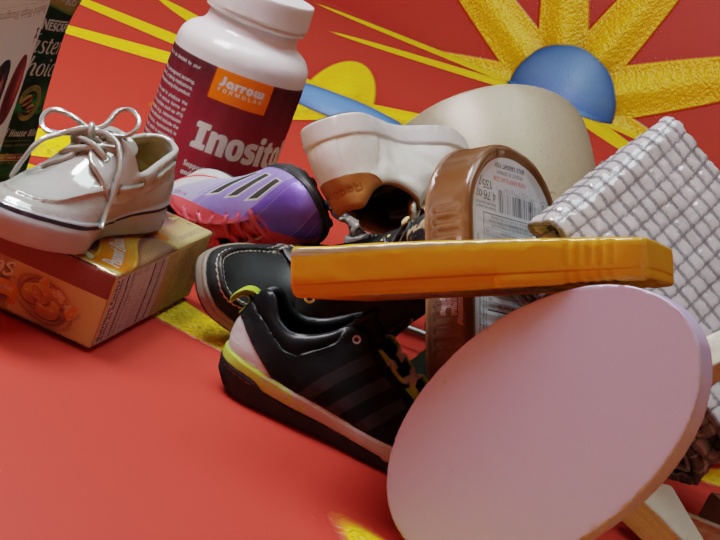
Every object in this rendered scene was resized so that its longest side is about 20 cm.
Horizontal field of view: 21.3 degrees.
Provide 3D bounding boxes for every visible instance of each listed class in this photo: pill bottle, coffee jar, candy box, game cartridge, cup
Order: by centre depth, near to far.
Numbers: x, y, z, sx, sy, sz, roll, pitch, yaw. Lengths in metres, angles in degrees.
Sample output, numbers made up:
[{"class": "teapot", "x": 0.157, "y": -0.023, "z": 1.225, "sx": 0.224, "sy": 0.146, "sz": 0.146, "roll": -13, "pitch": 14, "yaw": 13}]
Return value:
[{"class": "game cartridge", "x": 0.078, "y": 0.001, "z": 1.121, "sx": 0.200, "sy": 0.032, "sz": 0.176, "roll": 0, "pitch": -2, "yaw": 15}, {"class": "candy box", "x": -0.186, "y": -0.012, "z": 1.274, "sx": 0.115, "sy": 0.055, "sz": 0.200, "roll": 23, "pitch": 14, "yaw": 9}, {"class": "coffee jar", "x": -0.275, "y": -0.170, "z": 1.449, "sx": 0.085, "sy": 0.200, "sz": 0.104, "roll": 27, "pitch": 15, "yaw": 24}, {"class": "pill bottle", "x": -0.111, "y": -0.134, "z": 1.556, "sx": 0.113, "sy": 0.200, "sz": 0.113, "roll": 19, "pitch": 13, "yaw": -5}, {"class": "cup", "x": 0.121, "y": -0.036, "z": 1.608, "sx": 0.200, "sy": 0.200, "sz": 0.143, "roll": 12, "pitch": 41, "yaw": -34}]

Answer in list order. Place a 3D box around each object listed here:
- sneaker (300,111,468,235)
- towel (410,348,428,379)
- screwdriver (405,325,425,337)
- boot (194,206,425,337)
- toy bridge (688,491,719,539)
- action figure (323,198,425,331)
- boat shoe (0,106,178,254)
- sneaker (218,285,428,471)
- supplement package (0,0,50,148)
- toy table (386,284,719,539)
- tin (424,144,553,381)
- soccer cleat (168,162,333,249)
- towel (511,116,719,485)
[{"class": "sneaker", "x": 0.024, "y": -0.061, "z": 1.399, "sx": 0.073, "sy": 0.085, "sz": 0.200, "roll": -22, "pitch": -12, "yaw": 30}, {"class": "towel", "x": 0.144, "y": 0.078, "z": 1.331, "sx": 0.200, "sy": 0.022, "sz": 0.147, "roll": 29, "pitch": 51, "yaw": 30}, {"class": "screwdriver", "x": 0.024, "y": 0.035, "z": 1.451, "sx": 0.200, "sy": 0.029, "sz": 0.028, "roll": 16, "pitch": 13, "yaw": 1}, {"class": "boot", "x": 0.000, "y": 0.000, "z": 1.316, "sx": 0.150, "sy": 0.073, "sz": 0.200, "roll": -25, "pitch": -28, "yaw": 38}, {"class": "toy bridge", "x": 0.251, "y": 0.173, "z": 1.259, "sx": 0.200, "sy": 0.027, "sz": 0.067, "roll": 13, "pitch": 19, "yaw": -38}, {"class": "action figure", "x": 0.014, "y": -0.024, "z": 1.506, "sx": 0.200, "sy": 0.119, "sz": 0.102, "roll": 14, "pitch": 19, "yaw": -4}, {"class": "boat shoe", "x": -0.167, "y": -0.065, "z": 1.202, "sx": 0.075, "sy": 0.086, "sz": 0.202, "roll": 26, "pitch": 15, "yaw": 19}, {"class": "sneaker", "x": 0.005, "y": 0.067, "z": 1.191, "sx": 0.200, "sy": 0.083, "sz": 0.072, "roll": 22, "pitch": 14, "yaw": 3}, {"class": "supplement package", "x": -0.314, "y": -0.132, "z": 1.241, "sx": 0.147, "sy": 0.200, "sz": 0.191, "roll": 22, "pitch": 14, "yaw": 4}, {"class": "toy table", "x": 0.122, "y": 0.089, "z": 1.074, "sx": 0.117, "sy": 0.200, "sz": 0.184, "roll": 13, "pitch": 55, "yaw": -59}, {"class": "tin", "x": 0.089, "y": 0.015, "z": 1.265, "sx": 0.042, "sy": 0.200, "sz": 0.112, "roll": -11, "pitch": -15, "yaw": 43}, {"class": "soccer cleat", "x": -0.094, "y": -0.038, "z": 1.408, "sx": 0.073, "sy": 0.068, "sz": 0.200, "roll": -27, "pitch": 18, "yaw": -30}, {"class": "towel", "x": 0.202, "y": 0.020, "z": 1.271, "sx": 0.200, "sy": 0.086, "sz": 0.166, "roll": 49, "pitch": 51, "yaw": 1}]
